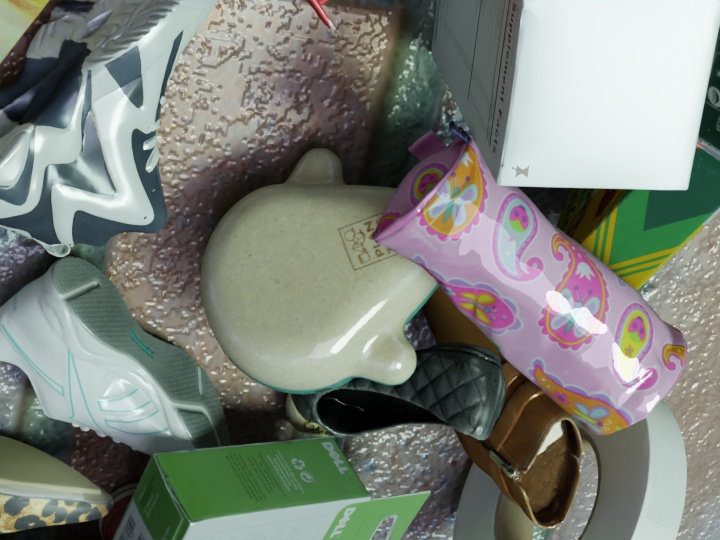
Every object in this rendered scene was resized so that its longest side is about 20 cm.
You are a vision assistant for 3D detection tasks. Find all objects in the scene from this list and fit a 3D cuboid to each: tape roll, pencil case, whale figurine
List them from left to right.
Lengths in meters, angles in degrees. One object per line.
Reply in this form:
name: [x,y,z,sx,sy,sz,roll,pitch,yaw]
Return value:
whale figurine: [0.000,0.000,0.998,0.198,0.160,0.104,-23,163,-2]
pencil case: [0.098,0.007,0.923,0.200,0.088,0.087,41,102,-13]
tape roll: [0.137,0.162,1.078,0.037,0.203,0.204,27,108,-27]

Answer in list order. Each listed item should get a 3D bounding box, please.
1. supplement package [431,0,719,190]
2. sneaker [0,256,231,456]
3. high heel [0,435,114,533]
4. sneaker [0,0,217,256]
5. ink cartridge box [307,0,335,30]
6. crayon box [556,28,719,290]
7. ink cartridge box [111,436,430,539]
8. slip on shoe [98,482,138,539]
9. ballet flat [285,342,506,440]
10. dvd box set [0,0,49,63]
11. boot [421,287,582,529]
supplement package: [0.114,-0.136,0.901,0.108,0.201,0.115,1,118,-9]
sneaker: [-0.157,0.076,1.032,0.080,0.071,0.201,-29,121,20]
high heel: [-0.265,0.181,1.042,0.198,0.072,0.144,10,110,-3]
sneaker: [-0.139,-0.089,0.939,0.200,0.079,0.130,-50,143,-11]
ink cartridge box: [-0.040,-0.215,0.818,0.067,0.200,0.116,-34,122,5]
crayon box: [0.174,-0.047,0.987,0.051,0.127,0.200,32,134,-6]
ink cartridge box: [-0.061,0.168,1.052,0.198,0.059,0.104,-1,132,-40]
slip on shoe: [-0.104,0.225,1.125,0.074,0.061,0.200,-43,122,7]
ballet flat: [0.013,0.087,1.027,0.066,0.199,0.057,31,62,-30]
dvd box set: [-0.235,-0.173,0.859,0.200,0.029,0.146,-49,134,8]
boot: [0.092,0.055,1.031,0.073,0.155,0.202,-20,123,-10]
